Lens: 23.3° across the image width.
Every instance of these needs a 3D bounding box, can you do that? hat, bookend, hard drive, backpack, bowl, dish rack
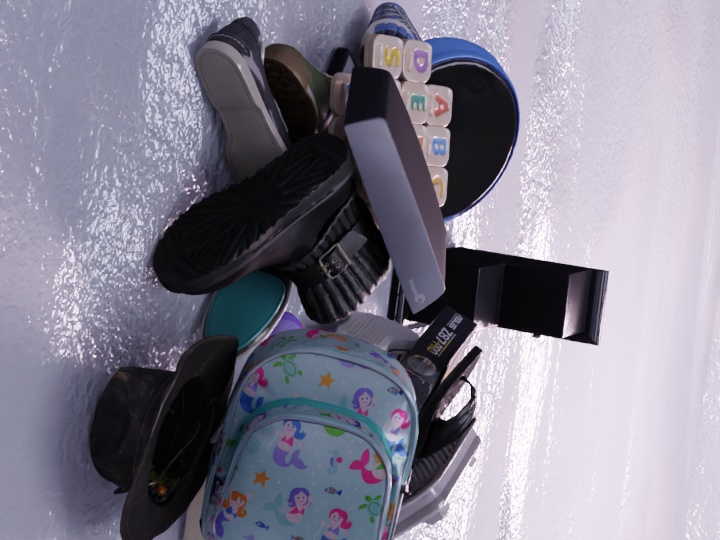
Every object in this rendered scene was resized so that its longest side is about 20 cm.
[{"bbox_3d":[-0.175,0.129,1.454,0.201,0.080,0.201,-57,163,-29],"label":"hat"},{"bbox_3d":[0.164,0.036,2.033,0.198,0.198,0.093,-9,107,-66],"label":"bookend"},{"bbox_3d":[0.035,-0.077,1.596,0.135,0.042,0.201,-83,155,-59],"label":"hard drive"},{"bbox_3d":[-0.039,0.156,1.476,0.151,0.176,0.202,-95,-159,-82],"label":"backpack"},{"bbox_3d":[0.080,-0.139,1.799,0.199,0.039,0.202,-16,124,-26],"label":"bowl"},{"bbox_3d":[0.055,0.247,1.902,0.044,0.171,0.200,51,26,-4],"label":"dish rack"}]

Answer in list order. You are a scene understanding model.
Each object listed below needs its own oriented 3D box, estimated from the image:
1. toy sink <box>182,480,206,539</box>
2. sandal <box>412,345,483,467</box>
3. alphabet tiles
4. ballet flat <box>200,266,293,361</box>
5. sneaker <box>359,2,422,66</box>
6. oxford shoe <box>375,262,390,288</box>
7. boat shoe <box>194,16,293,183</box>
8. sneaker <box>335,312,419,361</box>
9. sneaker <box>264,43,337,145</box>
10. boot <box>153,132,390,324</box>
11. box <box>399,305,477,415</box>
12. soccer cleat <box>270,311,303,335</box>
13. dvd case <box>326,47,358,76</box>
[{"bbox_3d":[-0.090,0.210,1.639,0.130,0.111,0.202,-19,121,-63],"label":"toy sink"},{"bbox_3d":[0.080,0.169,1.799,0.201,0.048,0.075,-59,170,9],"label":"sandal"},{"bbox_3d":[0.032,-0.123,1.678,0.195,0.014,0.202,1,93,-54],"label":"alphabet tiles"},{"bbox_3d":[-0.091,0.008,1.627,0.070,0.069,0.201,62,43,-54],"label":"ballet flat"},{"bbox_3d":[0.056,-0.200,1.844,0.086,0.076,0.201,-88,163,-44],"label":"sneaker"},{"bbox_3d":[0.000,0.000,1.773,0.200,0.057,0.076,101,9,-63],"label":"oxford shoe"},{"bbox_3d":[-0.087,-0.137,1.561,0.063,0.072,0.201,-58,143,-35],"label":"boat shoe"},{"bbox_3d":[0.004,0.095,1.849,0.080,0.078,0.200,-69,165,10],"label":"sneaker"},{"bbox_3d":[-0.040,-0.154,1.652,0.090,0.067,0.201,-61,143,-33],"label":"sneaker"},{"bbox_3d":[-0.072,-0.007,1.546,0.210,0.079,0.159,-32,138,-13],"label":"boot"},{"bbox_3d":[0.045,0.153,1.869,0.201,0.049,0.161,-64,169,28],"label":"box"},{"bbox_3d":[-0.051,0.127,1.735,0.067,0.076,0.202,-51,143,-47],"label":"soccer cleat"},{"bbox_3d":[-0.012,-0.115,1.803,0.144,0.017,0.200,-69,153,-23],"label":"dvd case"}]
